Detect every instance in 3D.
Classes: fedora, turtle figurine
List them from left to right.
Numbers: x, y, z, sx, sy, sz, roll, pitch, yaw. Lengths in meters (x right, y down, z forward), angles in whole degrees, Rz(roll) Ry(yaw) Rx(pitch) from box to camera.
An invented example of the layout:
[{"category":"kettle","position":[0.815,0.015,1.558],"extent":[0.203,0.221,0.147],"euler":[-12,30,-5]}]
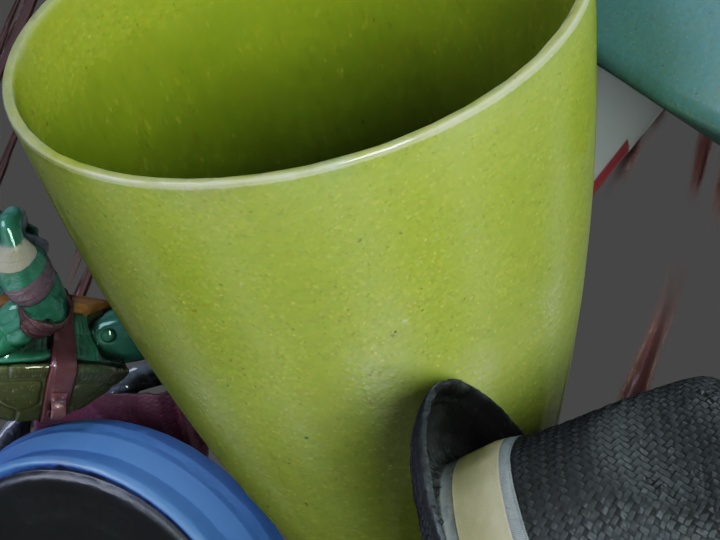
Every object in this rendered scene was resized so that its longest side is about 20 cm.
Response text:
[{"category":"turtle figurine","position":[-0.131,0.015,0.894],"extent":[0.150,0.198,0.102],"euler":[-158,71,-71]},{"category":"fedora","position":[0.097,0.103,0.585],"extent":[0.091,0.201,0.201],"euler":[-30,33,14]}]

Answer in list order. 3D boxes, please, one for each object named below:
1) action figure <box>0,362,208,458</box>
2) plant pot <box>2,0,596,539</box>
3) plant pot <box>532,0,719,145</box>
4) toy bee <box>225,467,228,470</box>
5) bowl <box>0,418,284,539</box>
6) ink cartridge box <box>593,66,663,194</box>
[{"category":"action figure","position":[-0.105,0.145,0.946],"extent":[0.134,0.148,0.202],"euler":[-35,64,58]},{"category":"plant pot","position":[0.000,0.000,0.701],"extent":[0.185,0.201,0.188],"euler":[-10,35,7]},{"category":"plant pot","position":[0.172,-0.078,0.654],"extent":[0.142,0.141,0.200],"euler":[-56,28,11]},{"category":"toy bee","position":[0.016,0.044,0.867],"extent":[0.130,0.110,0.199],"euler":[-23,7,-42]},{"category":"bowl","position":[-0.106,0.164,0.891],"extent":[0.201,0.201,0.039],"euler":[-46,-12,30]},{"category":"ink cartridge box","position":[0.037,-0.071,0.933],"extent":[0.147,0.083,0.200],"euler":[-50,20,-21]}]
